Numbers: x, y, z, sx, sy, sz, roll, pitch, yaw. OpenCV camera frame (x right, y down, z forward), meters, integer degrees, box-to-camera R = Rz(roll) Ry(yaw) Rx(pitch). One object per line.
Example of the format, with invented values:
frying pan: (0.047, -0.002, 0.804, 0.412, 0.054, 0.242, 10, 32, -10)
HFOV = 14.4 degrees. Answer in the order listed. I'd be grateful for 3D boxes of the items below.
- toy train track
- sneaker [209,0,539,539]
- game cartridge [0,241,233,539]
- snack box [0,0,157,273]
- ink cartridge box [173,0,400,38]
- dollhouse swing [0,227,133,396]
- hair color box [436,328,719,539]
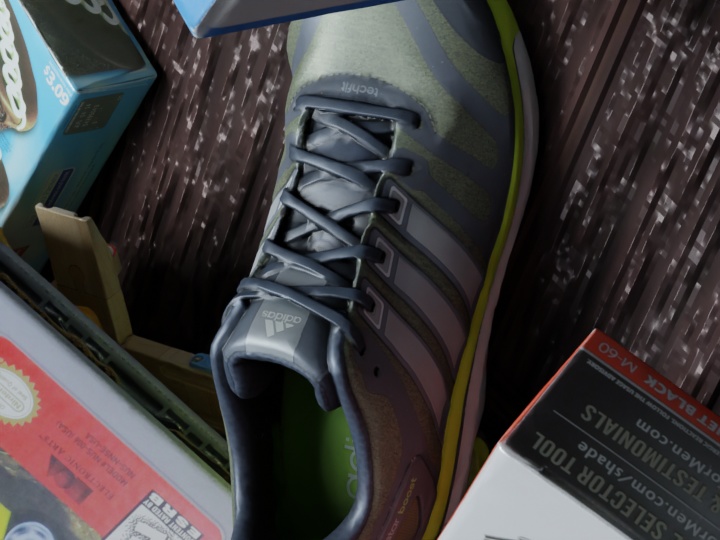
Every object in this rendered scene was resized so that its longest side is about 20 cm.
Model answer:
toy train track: (-0.040, 0.032, 0.890, 0.199, 0.032, 0.115, 17, 132, 37)
sneaker: (0.000, 0.000, 0.777, 0.073, 0.081, 0.202, 5, 98, 27)
game cartridge: (-0.109, 0.079, 0.860, 0.200, 0.041, 0.133, 42, 108, -12)
snack box: (-0.151, -0.104, 0.977, 0.201, 0.037, 0.116, 57, 137, 21)
ink cartridge box: (-0.015, -0.170, 0.710, 0.084, 0.144, 0.201, -47, 67, 45)
dollhouse swing: (-0.136, 0.077, 0.969, 0.181, 0.176, 0.201, -25, 105, 9)
hair color box: (0.053, 0.125, 0.762, 0.111, 0.064, 0.201, 36, 132, 7)
